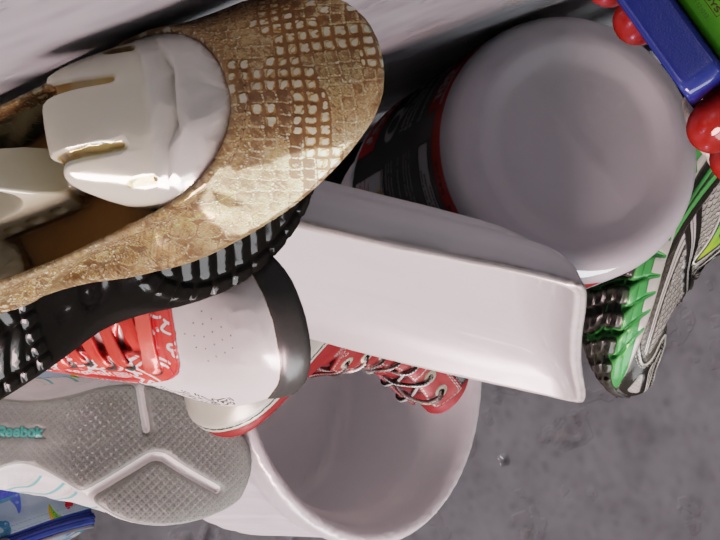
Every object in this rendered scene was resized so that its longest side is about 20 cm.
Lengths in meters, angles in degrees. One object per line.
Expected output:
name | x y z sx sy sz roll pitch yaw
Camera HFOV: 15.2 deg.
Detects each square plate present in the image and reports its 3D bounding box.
square plate | 0.000 0.000 1.129 0.200 0.028 0.198 14 167 9

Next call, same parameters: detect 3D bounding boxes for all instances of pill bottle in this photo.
pill bottle | 0.061 -0.037 1.214 0.116 0.116 0.200 -20 178 -20

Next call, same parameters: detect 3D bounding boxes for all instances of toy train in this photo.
toy train | 0.166 -0.097 1.047 0.116 0.085 0.200 -35 166 8

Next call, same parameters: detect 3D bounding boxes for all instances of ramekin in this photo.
ramekin | -0.034 0.050 1.443 0.098 0.201 0.200 -10 -174 41

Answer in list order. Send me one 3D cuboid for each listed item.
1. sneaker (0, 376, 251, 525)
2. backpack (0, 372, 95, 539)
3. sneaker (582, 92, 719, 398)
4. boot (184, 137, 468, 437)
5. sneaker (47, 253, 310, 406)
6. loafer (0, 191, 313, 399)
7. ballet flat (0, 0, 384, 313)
sneaker | -0.153 0.079 1.331 0.200 0.070 0.080 9 -176 -12
backpack | -0.243 0.115 1.663 0.200 0.147 0.183 -23 -179 -35
sneaker | 0.161 -0.030 1.240 0.085 0.200 0.078 22 -170 -15
boot | -0.003 0.046 1.357 0.072 0.144 0.200 4 -139 38
sneaker | -0.111 0.021 1.027 0.108 0.067 0.201 -16 -160 -32
loafer | -0.097 -0.022 0.937 0.200 0.073 0.071 -28 -135 -35
ballet flat | -0.086 -0.028 0.794 0.200 0.071 0.065 -26 161 26
